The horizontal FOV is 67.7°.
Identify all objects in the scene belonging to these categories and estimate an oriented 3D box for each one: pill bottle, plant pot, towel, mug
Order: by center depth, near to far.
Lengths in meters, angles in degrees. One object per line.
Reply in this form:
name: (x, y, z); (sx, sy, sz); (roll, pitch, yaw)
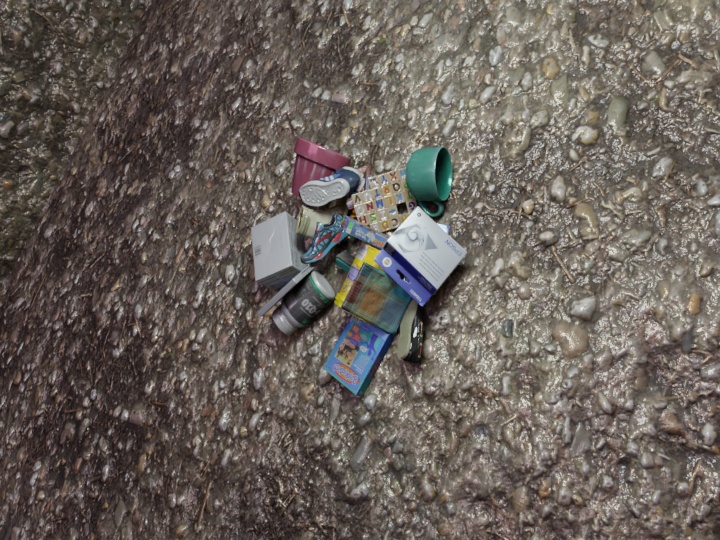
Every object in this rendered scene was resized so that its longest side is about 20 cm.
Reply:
towel: (0.054, 0.082, 1.523); (0.150, 0.196, 0.022); (-62, 29, 1)
mug: (0.199, -0.274, 1.618); (0.111, 0.151, 0.192); (4, 74, 30)
pill bottle: (-0.185, 0.107, 1.726); (0.199, 0.112, 0.115); (-42, 58, 11)
plant pot: (-0.150, -0.330, 1.826); (0.197, 0.197, 0.185); (28, 102, 33)

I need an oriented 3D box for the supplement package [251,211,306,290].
supplement package: (-0.279, -0.065, 1.841); (0.151, 0.110, 0.207); (-20, 63, 21)

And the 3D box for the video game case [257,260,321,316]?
video game case: (-0.225, 0.051, 1.712); (0.022, 0.182, 0.199); (47, 122, -2)

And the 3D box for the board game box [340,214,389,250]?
board game box: (0.038, -0.099, 1.587); (0.035, 0.195, 0.136); (-63, 12, 9)

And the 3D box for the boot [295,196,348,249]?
boot: (-0.124, -0.190, 1.771); (0.072, 0.150, 0.207); (-4, 67, 69)

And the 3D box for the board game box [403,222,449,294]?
board game box: (0.189, -0.042, 1.543); (0.099, 0.020, 0.207); (12, 74, 10)

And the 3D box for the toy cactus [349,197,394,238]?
toy cactus: (0.059, -0.160, 1.703); (0.199, 0.102, 0.166); (-41, 67, 1)

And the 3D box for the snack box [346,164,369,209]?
snack box: (-0.006, -0.276, 1.758); (0.070, 0.025, 0.204); (-22, 35, 19)

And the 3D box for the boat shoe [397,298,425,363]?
boat shoe: (0.153, 0.165, 1.547); (0.073, 0.061, 0.208); (-35, 38, 53)

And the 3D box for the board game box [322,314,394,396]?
board game box: (-0.007, 0.248, 1.614); (0.150, 0.045, 0.204); (30, 88, 33)

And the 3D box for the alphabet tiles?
alphabet tiles: (0.075, -0.211, 1.664); (0.193, 0.008, 0.174); (-16, 90, -5)

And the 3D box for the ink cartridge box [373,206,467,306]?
ink cartridge box: (0.167, -0.042, 1.502); (0.199, 0.041, 0.201); (41, 76, 7)

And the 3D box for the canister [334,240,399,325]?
canister: (0.026, 0.035, 1.583); (0.145, 0.086, 0.206); (27, 97, 15)

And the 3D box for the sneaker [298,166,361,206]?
sneaker: (-0.089, -0.276, 1.733); (0.194, 0.083, 0.147); (-7, 25, 32)

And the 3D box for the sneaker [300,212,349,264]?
sneaker: (-0.126, -0.106, 1.702); (0.199, 0.097, 0.079); (-42, 25, -15)

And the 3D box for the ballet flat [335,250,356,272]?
ballet flat: (0.000, 0.000, 1.691); (0.063, 0.069, 0.199); (-35, 56, -23)
